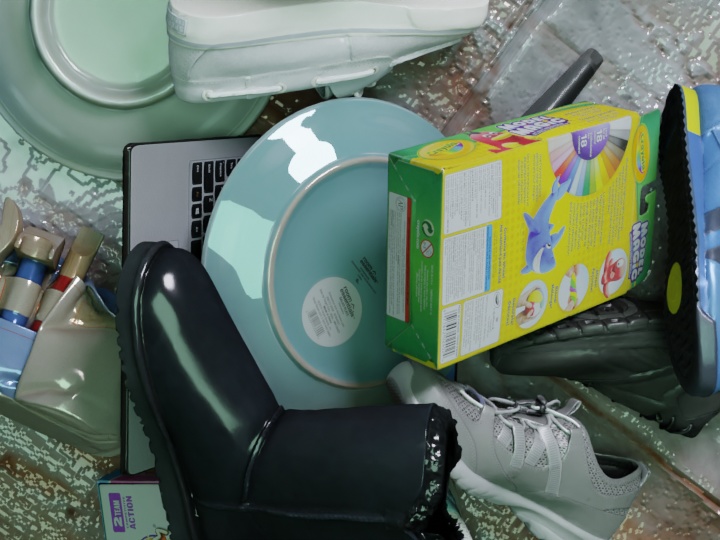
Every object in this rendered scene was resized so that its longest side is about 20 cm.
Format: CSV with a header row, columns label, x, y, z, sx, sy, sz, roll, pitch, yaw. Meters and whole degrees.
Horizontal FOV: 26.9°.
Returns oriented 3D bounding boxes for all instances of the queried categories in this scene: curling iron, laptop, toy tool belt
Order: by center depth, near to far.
label,x,y,z,sx,sy,sz,roll,pitch,yaw
laptop,-0.037,0.018,0.894,0.115,0.199,0.190,7,100,31
toy tool belt,-0.203,0.018,0.896,0.198,0.125,0.124,26,70,-7
curling iron,0.086,-0.055,0.906,0.201,0.025,0.050,-56,132,-14

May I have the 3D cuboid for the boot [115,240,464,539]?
label,x,y,z,sx,sy,sz,roll,pitch,yaw
boot,-0.032,0.075,0.804,0.166,0.076,0.203,-3,111,20

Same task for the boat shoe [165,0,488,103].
label,x,y,z,sx,sy,sz,roll,pitch,yaw
boat shoe,-0.018,-0.133,0.880,0.198,0.072,0.069,-13,128,-28

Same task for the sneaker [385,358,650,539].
label,x,y,z,sx,sy,sz,roll,pitch,yaw
sneaker,0.096,0.100,0.917,0.199,0.075,0.082,36,98,-32

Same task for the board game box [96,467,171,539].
label,x,y,z,sx,sy,sz,roll,pitch,yaw
board game box,-0.058,0.195,0.912,0.197,0.040,0.155,-3,98,24

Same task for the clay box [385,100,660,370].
label,x,y,z,sx,sy,sz,roll,pitch,yaw
clay box,0.099,-0.028,0.874,0.199,0.047,0.116,-18,117,-42

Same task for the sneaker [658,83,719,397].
label,x,y,z,sx,sy,sz,roll,pitch,yaw
sneaker,0.219,-0.021,0.880,0.077,0.066,0.202,8,62,-5

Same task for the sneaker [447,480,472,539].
label,x,y,z,sx,sy,sz,roll,pitch,yaw
sneaker,0.051,0.211,0.938,0.077,0.086,0.202,-25,99,2

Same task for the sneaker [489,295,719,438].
label,x,y,z,sx,sy,sz,roll,pitch,yaw
sneaker,0.178,0.060,0.930,0.197,0.076,0.092,-2,105,0

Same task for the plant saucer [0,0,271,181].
label,x,y,z,sx,sy,sz,roll,pitch,yaw
plant saucer,-0.140,-0.152,0.894,0.197,0.050,0.203,0,98,-3

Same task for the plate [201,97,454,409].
label,x,y,z,sx,sy,sz,roll,pitch,yaw
plate,0.000,0.000,0.892,0.198,0.025,0.203,-6,101,-30
